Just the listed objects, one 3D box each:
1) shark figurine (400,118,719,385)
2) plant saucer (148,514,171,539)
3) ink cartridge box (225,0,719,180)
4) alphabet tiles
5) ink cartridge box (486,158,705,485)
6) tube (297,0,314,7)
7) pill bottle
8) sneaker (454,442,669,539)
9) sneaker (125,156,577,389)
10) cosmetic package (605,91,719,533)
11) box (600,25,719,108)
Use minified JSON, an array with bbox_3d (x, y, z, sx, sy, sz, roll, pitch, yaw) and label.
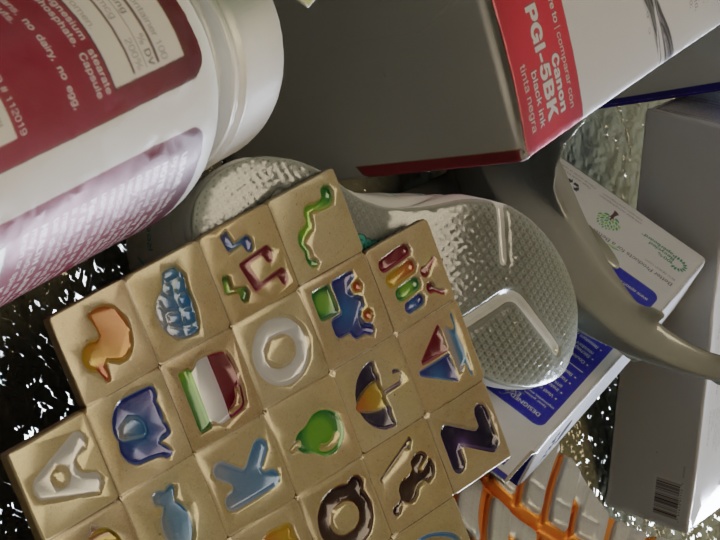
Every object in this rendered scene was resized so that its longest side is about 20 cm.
[{"bbox_3d":[0.095,-0.022,0.996,0.128,0.090,0.214,-19,55,-38],"label":"shark figurine"},{"bbox_3d":[-0.042,0.124,0.896,0.200,0.034,0.200,26,60,-56],"label":"plant saucer"},{"bbox_3d":[0.048,-0.108,0.984,0.200,0.147,0.083,-34,114,-49],"label":"ink cartridge box"},{"bbox_3d":[-0.030,0.065,0.850,0.200,0.006,0.167,-30,106,-36],"label":"alphabet tiles"},{"bbox_3d":[0.062,0.023,1.025,0.099,0.039,0.200,37,41,11],"label":"ink cartridge box"},{"bbox_3d":[-0.087,-0.160,0.818,0.200,0.052,0.058,37,66,0],"label":"tube"},{"bbox_3d":[-0.120,-0.051,0.785,0.200,0.114,0.114,-32,109,-50],"label":"pill bottle"},{"bbox_3d":[0.073,0.128,1.037,0.200,0.077,0.078,41,46,-18],"label":"sneaker"},{"bbox_3d":[0.000,0.000,0.931,0.200,0.080,0.070,18,76,-35],"label":"sneaker"},{"bbox_3d":[0.163,0.015,1.137,0.083,0.051,0.200,-21,121,-50],"label":"cosmetic package"},{"bbox_3d":[0.182,-0.166,1.139,0.200,0.184,0.105,-41,116,-47],"label":"box"}]
